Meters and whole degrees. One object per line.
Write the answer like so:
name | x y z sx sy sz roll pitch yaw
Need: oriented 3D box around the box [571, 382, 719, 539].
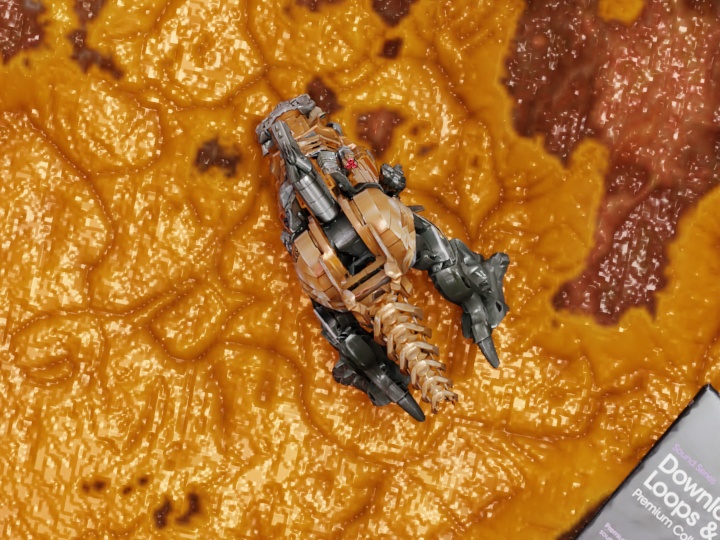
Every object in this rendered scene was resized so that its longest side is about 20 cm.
box | 0.159 0.177 1.248 0.143 0.036 0.200 40 93 5

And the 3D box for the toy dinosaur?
toy dinosaur | 0.000 0.000 1.211 0.102 0.136 0.201 -19 46 21
